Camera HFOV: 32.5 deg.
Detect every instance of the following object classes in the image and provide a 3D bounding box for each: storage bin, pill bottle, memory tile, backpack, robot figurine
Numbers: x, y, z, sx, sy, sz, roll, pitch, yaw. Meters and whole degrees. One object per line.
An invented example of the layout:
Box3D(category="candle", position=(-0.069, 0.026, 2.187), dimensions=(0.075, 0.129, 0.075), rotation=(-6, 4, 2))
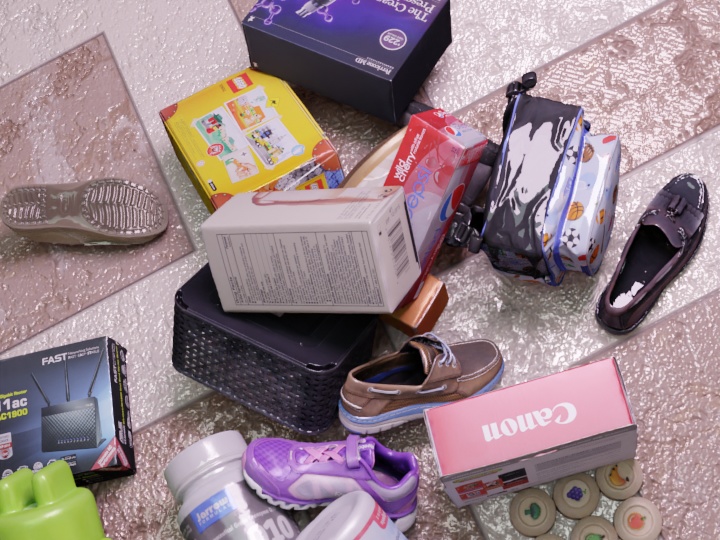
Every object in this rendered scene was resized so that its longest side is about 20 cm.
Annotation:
Box3D(category="storage bin", position=(-0.094, 0.071, 1.338), dimensions=(0.198, 0.095, 0.135), rotation=(24, 40, 17))
Box3D(category="pill bottle", position=(0.026, 0.326, 1.223), dimensions=(0.108, 0.109, 0.201), rotation=(-40, 99, -4))
Box3D(category="memory tile", position=(0.218, 0.213, 1.303), dimensions=(0.151, 0.017, 0.202), rotation=(-22, 69, 3))
Box3D(category="backpack", position=(0.198, -0.075, 1.311), dimensions=(0.152, 0.191, 0.203), rotation=(20, 80, 11))
Box3D(category="robot figurine", position=(-0.325, 0.310, 1.312), dimensions=(0.173, 0.116, 0.203), rotation=(-13, 92, 6))
Box3D(category="pill bottle", position=(-0.123, 0.279, 1.298), dimensions=(0.113, 0.114, 0.201), rotation=(-31, 69, 0))

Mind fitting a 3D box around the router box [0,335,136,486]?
Box3D(category="router box", position=(-0.360, 0.172, 1.408), dimensions=(0.197, 0.062, 0.152), rotation=(-13, 69, 7))

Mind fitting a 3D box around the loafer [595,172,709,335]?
Box3D(category="loafer", position=(0.320, -0.023, 1.335), dimensions=(0.071, 0.063, 0.201), rotation=(30, 80, 18))

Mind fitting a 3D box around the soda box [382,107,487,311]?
Box3D(category="soda box", position=(0.056, -0.062, 1.276), dimensions=(0.070, 0.063, 0.202), rotation=(34, 117, 20))

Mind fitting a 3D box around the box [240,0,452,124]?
Box3D(category="box", position=(-0.014, -0.270, 1.403), dimensions=(0.198, 0.079, 0.142), rotation=(24, 65, 20))

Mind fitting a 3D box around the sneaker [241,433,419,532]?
Box3D(category="sneaker", position=(-0.023, 0.203, 1.279), dimensions=(0.197, 0.089, 0.081), rotation=(15, 43, -10))

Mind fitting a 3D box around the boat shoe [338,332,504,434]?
Box3D(category="boat shoe", position=(0.070, 0.109, 1.301), dimensions=(0.198, 0.073, 0.072), rotation=(-20, 45, -25))

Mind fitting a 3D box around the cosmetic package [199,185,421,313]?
Box3D(category="cosmetic package", position=(-0.050, -0.021, 1.248), dimensions=(0.197, 0.105, 0.087), rotation=(1, 28, 27))

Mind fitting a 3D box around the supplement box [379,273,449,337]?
Box3D(category="supplement box", position=(0.000, 0.000, 1.391), dimensions=(0.198, 0.067, 0.069), rotation=(29, 79, 18))

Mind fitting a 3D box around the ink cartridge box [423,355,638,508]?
Box3D(category="ink cartridge box", position=(0.170, 0.159, 1.228), dimensions=(0.197, 0.176, 0.085), rotation=(-17, 69, 5))

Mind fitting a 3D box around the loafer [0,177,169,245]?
Box3D(category="loafer", position=(-0.327, -0.068, 1.481), dimensions=(0.196, 0.068, 0.077), rotation=(4, 74, -4))

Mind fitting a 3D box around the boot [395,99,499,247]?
Box3D(category="boot", position=(0.066, -0.116, 1.410), dimensions=(0.200, 0.069, 0.133), rotation=(39, 112, 46))

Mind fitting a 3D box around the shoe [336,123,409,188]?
Box3D(category="shoe", position=(-0.002, -0.076, 1.332), dimensions=(0.053, 0.070, 0.200), rotation=(43, 103, -8))

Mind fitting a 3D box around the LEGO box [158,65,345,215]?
Box3D(category="LEGO box", position=(-0.123, -0.134, 1.409), dimensions=(0.147, 0.078, 0.201), rotation=(-27, 48, -9))
